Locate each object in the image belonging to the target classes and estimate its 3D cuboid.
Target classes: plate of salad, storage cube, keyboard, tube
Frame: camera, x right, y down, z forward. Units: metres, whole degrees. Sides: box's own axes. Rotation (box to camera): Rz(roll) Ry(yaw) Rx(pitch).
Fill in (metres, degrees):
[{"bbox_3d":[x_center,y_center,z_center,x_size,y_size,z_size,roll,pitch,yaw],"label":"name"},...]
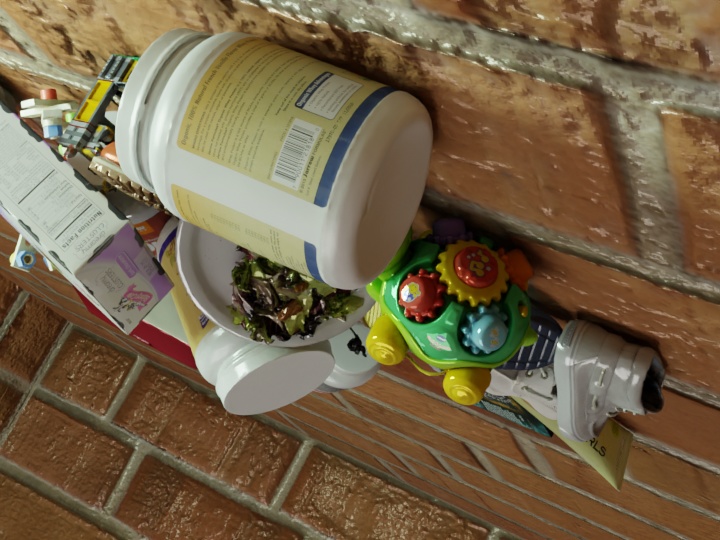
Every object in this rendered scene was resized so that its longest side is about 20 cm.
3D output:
[{"bbox_3d":[-0.069,-0.010,0.977,0.199,0.200,0.048,33,-157,-20],"label":"plate of salad"},{"bbox_3d":[-0.240,0.000,1.355,0.198,0.172,0.180,28,165,0],"label":"storage cube"},{"bbox_3d":[-0.029,0.043,1.234,0.128,0.020,0.200,61,180,6],"label":"keyboard"},{"bbox_3d":[0.249,0.172,1.255,0.200,0.058,0.052,40,-173,-23],"label":"tube"}]

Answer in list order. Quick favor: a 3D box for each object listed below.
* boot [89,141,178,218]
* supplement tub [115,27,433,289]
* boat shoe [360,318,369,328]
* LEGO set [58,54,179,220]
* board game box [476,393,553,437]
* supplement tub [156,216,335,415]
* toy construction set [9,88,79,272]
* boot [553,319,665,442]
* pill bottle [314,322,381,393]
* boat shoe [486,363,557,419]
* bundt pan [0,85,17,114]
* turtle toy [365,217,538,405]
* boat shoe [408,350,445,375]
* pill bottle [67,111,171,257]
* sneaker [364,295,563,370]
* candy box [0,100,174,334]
[{"bbox_3d":[-0.121,-0.092,0.901,0.197,0.109,0.075,13,173,-3],"label":"boot"},{"bbox_3d":[-0.062,-0.086,0.782,0.198,0.146,0.145,24,165,18],"label":"supplement tub"},{"bbox_3d":[0.000,0.000,1.137,0.069,0.074,0.200,47,176,26],"label":"boat shoe"},{"bbox_3d":[-0.176,-0.102,0.990,0.153,0.117,0.200,19,163,32],"label":"LEGO set"},{"bbox_3d":[0.173,0.150,1.384,0.134,0.028,0.200,21,165,27],"label":"board game box"},{"bbox_3d":[-0.119,0.032,1.129,0.201,0.144,0.146,64,-178,26],"label":"supplement tub"},{"bbox_3d":[-0.332,-0.103,1.213,0.130,0.203,0.092,-9,-163,-40],"label":"toy construction set"},{"bbox_3d":[0.246,0.125,1.055,0.095,0.074,0.201,20,156,26],"label":"boot"},{"bbox_3d":[-0.029,0.102,1.433,0.110,0.112,0.200,30,166,-7],"label":"pill bottle"},{"bbox_3d":[0.180,0.099,1.131,0.069,0.072,0.199,-20,146,41],"label":"boat shoe"},{"bbox_3d":[-0.496,-0.213,1.291,0.200,0.076,0.202,26,166,7],"label":"bundt pan"},{"bbox_3d":[0.065,0.011,0.928,0.198,0.147,0.101,27,144,3],"label":"turtle toy"},{"bbox_3d":[0.077,0.058,1.173,0.067,0.074,0.200,46,-174,30],"label":"boat shoe"},{"bbox_3d":[-0.233,-0.085,1.169,0.111,0.113,0.200,22,165,22],"label":"pill bottle"},{"bbox_3d":[0.105,0.036,1.048,0.198,0.083,0.075,17,129,0],"label":"sneaker"},{"bbox_3d":[-0.283,-0.050,1.020,0.200,0.072,0.168,40,167,17],"label":"candy box"}]
